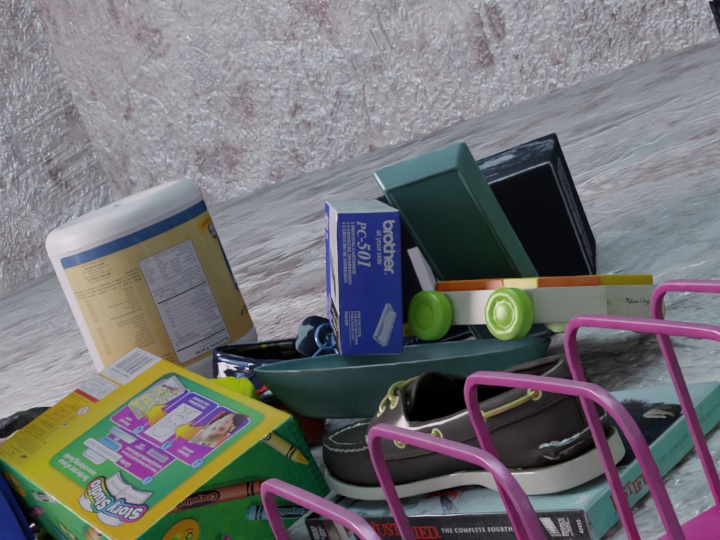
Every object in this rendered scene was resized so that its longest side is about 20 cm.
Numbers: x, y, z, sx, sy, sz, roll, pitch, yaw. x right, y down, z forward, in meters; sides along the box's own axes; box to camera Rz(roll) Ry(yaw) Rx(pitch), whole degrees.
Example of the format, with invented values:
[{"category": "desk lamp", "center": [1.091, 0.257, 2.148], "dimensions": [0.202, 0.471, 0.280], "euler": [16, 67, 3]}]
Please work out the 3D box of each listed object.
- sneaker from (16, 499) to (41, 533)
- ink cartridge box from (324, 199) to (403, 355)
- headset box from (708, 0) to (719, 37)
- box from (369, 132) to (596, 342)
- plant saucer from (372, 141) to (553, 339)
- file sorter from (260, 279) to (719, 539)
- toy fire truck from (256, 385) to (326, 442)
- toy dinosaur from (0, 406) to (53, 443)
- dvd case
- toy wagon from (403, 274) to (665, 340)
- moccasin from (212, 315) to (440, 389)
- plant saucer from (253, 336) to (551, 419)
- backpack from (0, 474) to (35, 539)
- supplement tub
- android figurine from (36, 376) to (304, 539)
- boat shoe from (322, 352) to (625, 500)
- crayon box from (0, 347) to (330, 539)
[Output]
[{"category": "sneaker", "center": [-0.272, 0.167, 1.061], "dimensions": [0.099, 0.070, 0.200], "euler": [-31, 12, -37]}, {"category": "ink cartridge box", "center": [0.000, 0.000, 0.958], "dimensions": [0.044, 0.095, 0.200], "euler": [-2, 5, -3]}, {"category": "headset box", "center": [0.730, -0.468, 2.397], "dimensions": [0.173, 0.093, 0.200], "euler": [-21, 9, 3]}, {"category": "box", "center": [0.097, -0.025, 1.191], "dimensions": [0.196, 0.118, 0.200], "euler": [-19, 8, 13]}, {"category": "plant saucer", "center": [0.081, -0.009, 0.972], "dimensions": [0.070, 0.200, 0.019], "euler": [-17, 44, 20]}, {"category": "file sorter", "center": [0.084, 0.094, 0.487], "dimensions": [0.199, 0.126, 0.139], "euler": [-25, 9, -20]}, {"category": "toy fire truck", "center": [-0.116, 0.119, 1.043], "dimensions": [0.199, 0.049, 0.141], "euler": [-20, 9, 9]}, {"category": "toy dinosaur", "center": [-0.242, 0.121, 0.996], "dimensions": [0.199, 0.048, 0.088], "euler": [-6, 15, 34]}, {"category": "dvd case", "center": [0.083, 0.108, 0.744], "dimensions": [0.199, 0.022, 0.146], "euler": [-14, 12, 46]}, {"category": "toy wagon", "center": [0.103, 0.025, 0.918], "dimensions": [0.155, 0.040, 0.199], "euler": [0, -2, -44]}, {"category": "moccasin", "center": [-0.035, 0.070, 1.081], "dimensions": [0.199, 0.069, 0.080], "euler": [-16, 10, 17]}, {"category": "plant saucer", "center": [0.029, 0.072, 0.900], "dimensions": [0.199, 0.036, 0.200], "euler": [-6, -1, 0]}, {"category": "backpack", "center": [-0.327, 0.172, 0.868], "dimensions": [0.199, 0.168, 0.162], "euler": [-28, 4, -14]}, {"category": "supplement tub", "center": [-0.177, 0.035, 1.198], "dimensions": [0.144, 0.201, 0.145], "euler": [-20, 10, 4]}, {"category": "android figurine", "center": [-0.123, 0.134, 0.885], "dimensions": [0.181, 0.041, 0.200], "euler": [-20, 23, 11]}, {"category": "boat shoe", "center": [0.048, 0.081, 0.719], "dimensions": [0.201, 0.061, 0.072], "euler": [-13, 12, 46]}, {"category": "crayon box", "center": [-0.124, 0.119, 0.800], "dimensions": [0.119, 0.058, 0.200], "euler": [-37, 28, -24]}]
